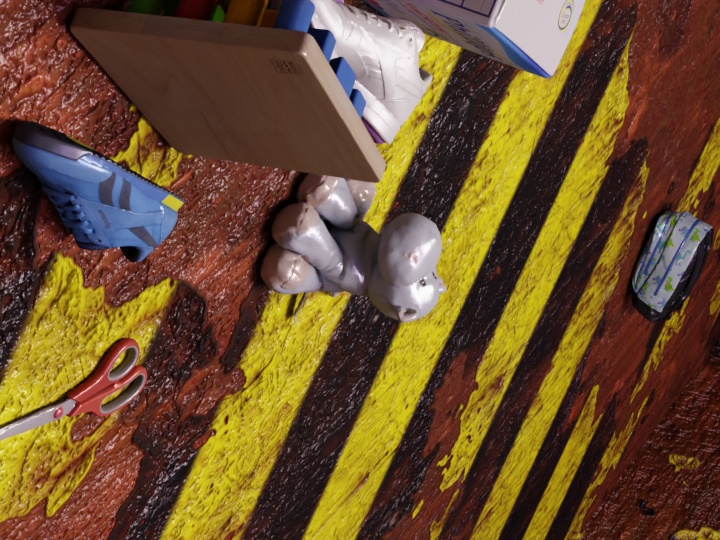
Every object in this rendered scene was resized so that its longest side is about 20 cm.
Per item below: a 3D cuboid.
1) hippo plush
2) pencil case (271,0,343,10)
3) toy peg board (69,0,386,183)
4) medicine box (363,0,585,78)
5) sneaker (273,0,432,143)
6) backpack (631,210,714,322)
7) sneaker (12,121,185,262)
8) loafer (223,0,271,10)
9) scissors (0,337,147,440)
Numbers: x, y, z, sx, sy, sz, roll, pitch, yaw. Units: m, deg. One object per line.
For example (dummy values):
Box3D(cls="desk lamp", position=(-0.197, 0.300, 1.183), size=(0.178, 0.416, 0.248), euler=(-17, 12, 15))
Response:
Box3D(cls="hippo plush", position=(0.000, 0.000, 1.313), size=(0.159, 0.160, 0.201), euler=(-31, 139, -48))
Box3D(cls="pencil case", position=(-0.048, -0.225, 1.113), size=(0.084, 0.085, 0.201), euler=(-45, 147, -45))
Box3D(cls="toy peg board", position=(-0.087, -0.169, 0.987), size=(0.200, 0.198, 0.098), euler=(53, 51, -61))
Box3D(cls="medicine box", position=(0.091, -0.281, 1.187), size=(0.182, 0.199, 0.104), euler=(15, 100, -63))
Box3D(cls="sneaker", position=(-0.005, -0.199, 1.069), size=(0.100, 0.075, 0.200), euler=(-46, 139, -4))
Box3D(cls="backpack", position=(0.626, -0.021, 2.489), size=(0.163, 0.154, 0.200), euler=(-28, 158, -46))
Box3D(cls="sneaker", position=(-0.213, -0.054, 0.986), size=(0.079, 0.066, 0.200), euler=(-59, 154, -1))
Box3D(cls="loafer", position=(-0.080, -0.297, 1.003), size=(0.069, 0.070, 0.201), euler=(-19, 131, -32))
Box3D(cls="scissors", position=(-0.262, 0.128, 1.112), size=(0.200, 0.014, 0.074), euler=(-38, 146, -44))
